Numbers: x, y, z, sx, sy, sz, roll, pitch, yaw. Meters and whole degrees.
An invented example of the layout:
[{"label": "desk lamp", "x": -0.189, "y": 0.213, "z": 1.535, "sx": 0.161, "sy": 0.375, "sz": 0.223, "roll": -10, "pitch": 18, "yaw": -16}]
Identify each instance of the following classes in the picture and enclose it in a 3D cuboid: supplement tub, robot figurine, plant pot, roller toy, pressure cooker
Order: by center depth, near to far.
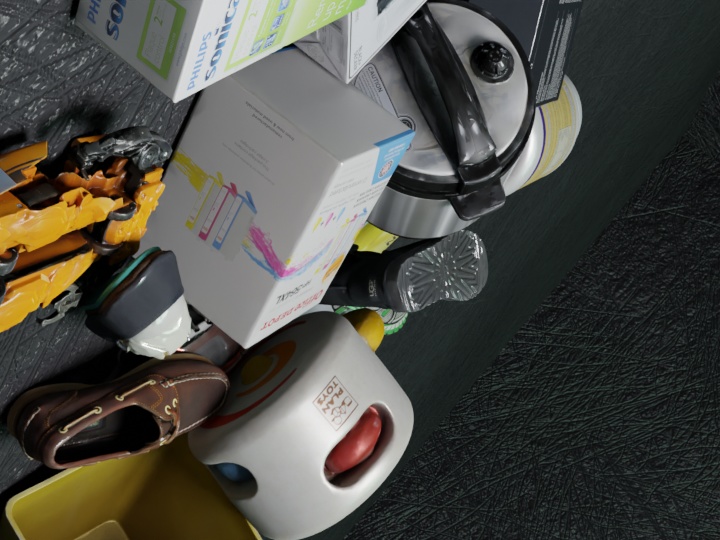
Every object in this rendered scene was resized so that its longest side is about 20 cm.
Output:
[{"label": "robot figurine", "x": -0.196, "y": -0.027, "z": 0.796, "sx": 0.200, "sy": 0.058, "sz": 0.146, "roll": -31, "pitch": 155, "yaw": -55}, {"label": "pressure cooker", "x": 0.058, "y": -0.134, "z": 1.101, "sx": 0.200, "sy": 0.174, "sz": 0.180, "roll": 109, "pitch": 4, "yaw": -75}, {"label": "roller toy", "x": -0.055, "y": 0.131, "z": 1.162, "sx": 0.199, "sy": 0.140, "sz": 0.183, "roll": -33, "pitch": -161, "yaw": 16}, {"label": "plant pot", "x": -0.219, "y": 0.285, "z": 1.199, "sx": 0.199, "sy": 0.201, "sz": 0.176, "roll": -25, "pitch": 168, "yaw": -39}, {"label": "supplement tub", "x": 0.162, "y": -0.165, "z": 1.458, "sx": 0.146, "sy": 0.145, "sz": 0.200, "roll": -59, "pitch": 165, "yaw": 25}]

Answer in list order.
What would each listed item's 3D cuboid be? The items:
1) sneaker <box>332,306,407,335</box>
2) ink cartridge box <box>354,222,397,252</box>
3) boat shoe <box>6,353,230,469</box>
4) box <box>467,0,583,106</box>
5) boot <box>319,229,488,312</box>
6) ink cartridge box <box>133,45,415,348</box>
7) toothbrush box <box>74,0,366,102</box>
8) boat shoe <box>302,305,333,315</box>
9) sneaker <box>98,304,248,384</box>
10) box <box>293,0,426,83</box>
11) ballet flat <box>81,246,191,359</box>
[{"label": "sneaker", "x": 0.017, "y": 0.035, "z": 1.618, "sx": 0.086, "sy": 0.078, "sz": 0.200, "roll": -59, "pitch": 164, "yaw": 25}, {"label": "ink cartridge box", "x": 0.004, "y": -0.038, "z": 1.406, "sx": 0.197, "sy": 0.047, "sz": 0.200, "roll": -44, "pitch": 165, "yaw": 1}, {"label": "boat shoe", "x": -0.182, "y": 0.120, "z": 1.048, "sx": 0.198, "sy": 0.070, "sz": 0.071, "roll": -14, "pitch": 118, "yaw": -41}, {"label": "box", "x": 0.160, "y": -0.261, "z": 1.239, "sx": 0.141, "sy": 0.078, "sz": 0.203, "roll": -30, "pitch": 136, "yaw": -63}, {"label": "boot", "x": -0.001, "y": 0.000, "z": 1.230, "sx": 0.164, "sy": 0.198, "sz": 0.067, "roll": -10, "pitch": 97, "yaw": -52}, {"label": "ink cartridge box", "x": -0.074, "y": -0.050, "z": 1.003, "sx": 0.128, "sy": 0.125, "sz": 0.201, "roll": -30, "pitch": 153, "yaw": -58}, {"label": "toothbrush box", "x": -0.057, "y": -0.207, "z": 0.752, "sx": 0.200, "sy": 0.086, "sz": 0.146, "roll": -36, "pitch": 158, "yaw": -47}, {"label": "boat shoe", "x": -0.055, "y": 0.060, "z": 1.344, "sx": 0.073, "sy": 0.065, "sz": 0.200, "roll": -62, "pitch": 154, "yaw": -1}, {"label": "sneaker", "x": -0.156, "y": 0.063, "z": 1.127, "sx": 0.201, "sy": 0.077, "sz": 0.082, "roll": -51, "pitch": 159, "yaw": -13}, {"label": "box", "x": 0.031, "y": -0.252, "z": 0.984, "sx": 0.200, "sy": 0.060, "sz": 0.117, "roll": -48, "pitch": 166, "yaw": -18}, {"label": "ballet flat", "x": -0.151, "y": 0.028, "z": 0.916, "sx": 0.073, "sy": 0.073, "sz": 0.200, "roll": -48, "pitch": -171, "yaw": -17}]
